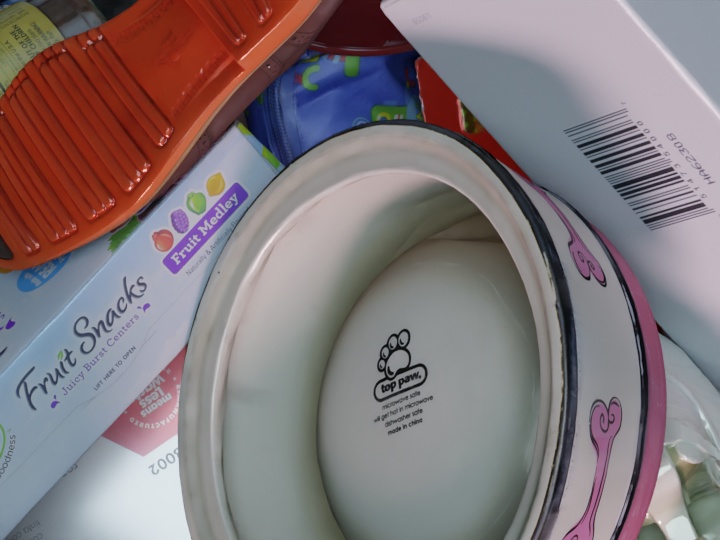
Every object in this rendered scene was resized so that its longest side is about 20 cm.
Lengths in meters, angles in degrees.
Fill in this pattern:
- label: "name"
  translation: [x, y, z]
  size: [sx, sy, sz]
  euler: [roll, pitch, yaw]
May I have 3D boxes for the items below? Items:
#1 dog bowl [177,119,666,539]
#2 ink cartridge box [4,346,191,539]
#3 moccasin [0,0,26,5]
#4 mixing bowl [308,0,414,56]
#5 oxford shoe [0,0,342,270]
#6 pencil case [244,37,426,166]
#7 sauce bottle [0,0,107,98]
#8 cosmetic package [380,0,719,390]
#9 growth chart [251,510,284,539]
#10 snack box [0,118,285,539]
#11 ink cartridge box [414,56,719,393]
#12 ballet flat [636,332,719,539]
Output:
- label: "dog bowl"
  translation: [0.025, 0.051, 1.074]
  size: [0.199, 0.074, 0.202]
  euler: [-11, 74, 46]
- label: "ink cartridge box"
  translation: [-0.065, 0.135, 1.227]
  size: [0.116, 0.067, 0.201]
  euler: [-34, 88, 3]
- label: "moccasin"
  translation: [-0.079, -0.167, 1.228]
  size: [0.199, 0.068, 0.081]
  euler: [-20, 76, -14]
- label: "mixing bowl"
  translation: [0.008, -0.195, 1.160]
  size: [0.199, 0.108, 0.201]
  euler: [9, 69, -24]
- label: "oxford shoe"
  translation: [-0.067, -0.068, 1.116]
  size: [0.200, 0.072, 0.071]
  euler: [-39, 75, 26]
- label: "pencil case"
  translation: [0.000, 0.000, 1.216]
  size: [0.078, 0.087, 0.201]
  euler: [-10, 88, 28]
- label: "sauce bottle"
  translation: [-0.182, -0.039, 1.159]
  size: [0.199, 0.065, 0.065]
  euler: [-32, 87, -19]
- label: "cosmetic package"
  translation: [0.152, -0.101, 1.093]
  size: [0.199, 0.123, 0.200]
  euler: [48, 62, -15]
- label: "growth chart"
  translation: [-0.018, 0.189, 1.191]
  size: [0.145, 0.018, 0.200]
  euler: [-41, 122, 6]
- label: "snack box"
  translation: [-0.122, 0.017, 1.178]
  size: [0.200, 0.142, 0.053]
  euler: [-47, 113, -7]
- label: "ink cartridge box"
  translation: [0.134, -0.026, 1.200]
  size: [0.199, 0.050, 0.163]
  euler: [-9, 88, -16]
- label: "ballet flat"
  translation: [0.118, 0.094, 1.074]
  size: [0.069, 0.069, 0.201]
  euler: [-27, 74, 3]
